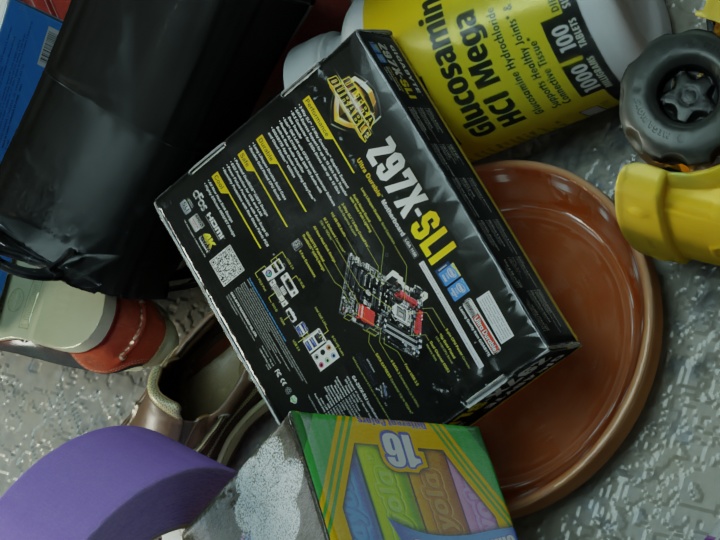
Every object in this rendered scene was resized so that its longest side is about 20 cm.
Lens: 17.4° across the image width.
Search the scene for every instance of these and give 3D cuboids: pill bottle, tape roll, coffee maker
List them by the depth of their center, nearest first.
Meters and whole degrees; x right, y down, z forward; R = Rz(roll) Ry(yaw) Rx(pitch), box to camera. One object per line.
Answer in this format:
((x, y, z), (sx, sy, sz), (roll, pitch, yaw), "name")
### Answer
((-0.129, 0.187, 1.240), (0.065, 0.200, 0.201), (23, 84, 35), "tape roll")
((0.062, -0.120, 1.294), (0.199, 0.112, 0.113), (-21, 62, 24), "pill bottle")
((-0.120, -0.093, 1.328), (0.134, 0.192, 0.201), (24, 103, -2), "coffee maker")

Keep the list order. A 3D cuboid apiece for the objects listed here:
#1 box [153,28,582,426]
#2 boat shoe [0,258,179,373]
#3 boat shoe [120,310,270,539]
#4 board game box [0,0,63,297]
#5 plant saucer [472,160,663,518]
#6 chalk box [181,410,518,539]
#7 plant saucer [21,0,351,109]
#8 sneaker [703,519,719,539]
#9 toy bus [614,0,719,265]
((0.000, 0.000, 1.242), (0.159, 0.049, 0.201), (-38, 75, 24), "box")
((-0.187, 0.021, 1.423), (0.199, 0.062, 0.072), (13, 83, 50), "boat shoe")
((-0.103, 0.077, 1.343), (0.202, 0.075, 0.075), (-48, 55, 7), "boat shoe")
((-0.275, -0.063, 1.480), (0.195, 0.056, 0.201), (-1, 70, 51), "board game box")
((0.073, 0.039, 1.277), (0.199, 0.032, 0.202), (-12, 65, 28), "plant saucer")
((0.011, 0.187, 1.151), (0.125, 0.123, 0.201), (-48, 48, 39), "chalk box")
((-0.121, -0.171, 1.475), (0.199, 0.037, 0.201), (-36, 56, 15), "plant saucer")
((0.130, 0.180, 1.165), (0.114, 0.073, 0.201), (33, 91, 39), "sneaker")
((0.240, -0.087, 1.172), (0.191, 0.136, 0.201), (17, 78, 22), "toy bus")
